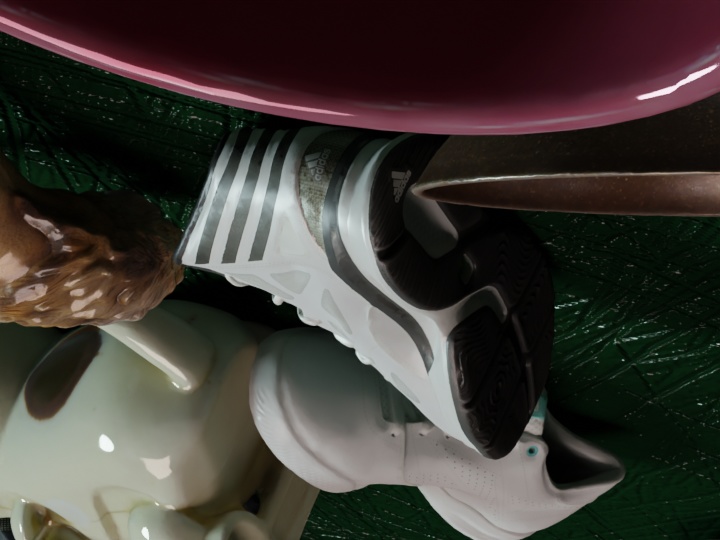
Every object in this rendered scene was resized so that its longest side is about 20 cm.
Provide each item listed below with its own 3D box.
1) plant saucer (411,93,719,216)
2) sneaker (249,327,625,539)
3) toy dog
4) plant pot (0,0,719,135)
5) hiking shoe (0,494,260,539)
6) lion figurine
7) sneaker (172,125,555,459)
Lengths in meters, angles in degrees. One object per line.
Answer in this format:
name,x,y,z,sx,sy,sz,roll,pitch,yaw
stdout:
plant saucer,0.116,-0.038,0.806,0.200,0.037,0.200,2,178,0
sneaker,0.039,0.066,1.212,0.088,0.075,0.200,-19,150,38
toy dog,-0.130,0.076,1.242,0.200,0.140,0.194,6,158,29
plant pot,-0.003,-0.143,0.440,0.200,0.179,0.200,13,162,4
hiking shoe,-0.150,0.142,1.498,0.200,0.101,0.076,8,161,19
lion figurine,-0.157,-0.037,1.037,0.122,0.073,0.200,-3,151,25
sneaker,0.000,-0.001,1.048,0.115,0.076,0.201,14,156,29
